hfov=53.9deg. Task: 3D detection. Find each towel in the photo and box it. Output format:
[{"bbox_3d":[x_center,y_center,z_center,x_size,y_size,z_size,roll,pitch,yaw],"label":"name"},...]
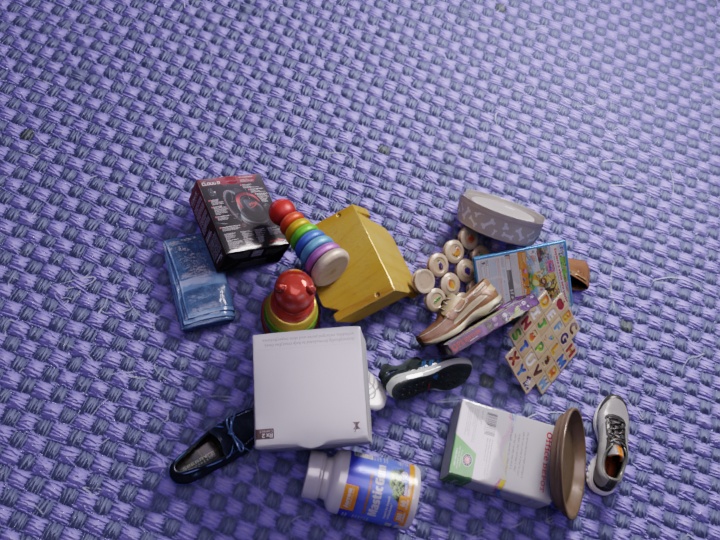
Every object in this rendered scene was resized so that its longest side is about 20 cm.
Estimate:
[{"bbox_3d":[-0.323,0.019,1.415,0.111,0.049,0.201,-13,67,-16],"label":"towel"}]

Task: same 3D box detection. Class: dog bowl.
[{"bbox_3d":[0.297,-0.112,1.515,0.199,0.200,0.059,17,108,-6],"label":"dog bowl"}]

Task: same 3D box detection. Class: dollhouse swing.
[{"bbox_3d":[0.000,0.000,1.443,0.181,0.176,0.201,-28,70,3],"label":"dollhouse swing"}]

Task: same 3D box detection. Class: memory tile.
[{"bbox_3d":[0.204,0.015,1.478,0.200,0.017,0.154,-41,108,-23],"label":"memory tile"}]

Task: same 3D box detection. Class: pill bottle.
[{"bbox_3d":[-0.001,0.382,1.257,0.198,0.112,0.113,13,63,-3],"label":"pill bottle"}]

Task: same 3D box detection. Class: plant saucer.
[{"bbox_3d":[0.383,0.354,1.308,0.029,0.200,0.201,-2,59,28],"label":"plant saucer"}]

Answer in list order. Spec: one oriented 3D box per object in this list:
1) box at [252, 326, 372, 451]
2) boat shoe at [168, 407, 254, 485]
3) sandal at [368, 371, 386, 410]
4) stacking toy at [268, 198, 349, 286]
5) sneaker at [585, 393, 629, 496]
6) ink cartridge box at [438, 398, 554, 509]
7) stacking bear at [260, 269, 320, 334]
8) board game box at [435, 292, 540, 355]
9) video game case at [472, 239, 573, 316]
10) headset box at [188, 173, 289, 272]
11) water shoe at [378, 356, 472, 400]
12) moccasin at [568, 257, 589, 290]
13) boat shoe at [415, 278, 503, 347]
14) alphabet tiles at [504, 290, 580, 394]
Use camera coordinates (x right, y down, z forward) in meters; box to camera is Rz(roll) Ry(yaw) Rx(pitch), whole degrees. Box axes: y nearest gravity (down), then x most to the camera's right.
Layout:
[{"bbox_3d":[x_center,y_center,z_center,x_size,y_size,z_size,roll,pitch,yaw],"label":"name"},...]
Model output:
[{"bbox_3d":[-0.084,0.215,1.263,0.197,0.131,0.202,-4,74,2],"label":"box"},{"bbox_3d":[-0.248,0.317,1.272,0.200,0.069,0.084,-39,76,-26],"label":"boat shoe"},{"bbox_3d":[-0.042,0.215,1.370,0.201,0.050,0.083,25,47,9],"label":"sandal"},{"bbox_3d":[-0.112,-0.064,1.357,0.085,0.086,0.200,-33,62,-22],"label":"stacking toy"},{"bbox_3d":[0.495,0.335,1.380,0.073,0.079,0.201,17,62,1],"label":"sneaker"},{"bbox_3d":[0.263,0.346,1.332,0.198,0.088,0.146,16,64,0],"label":"ink cartridge box"},{"bbox_3d":[-0.129,0.066,1.339,0.120,0.200,0.115,8,63,-5],"label":"stacking bear"},{"bbox_3d":[0.249,0.107,1.403,0.199,0.120,0.032,-30,83,-8],"label":"board game box"},{"bbox_3d":[0.340,0.024,1.479,0.198,0.018,0.144,-11,102,-4],"label":"video game case"},{"bbox_3d":[-0.252,-0.109,1.452,0.148,0.075,0.201,-12,66,-35],"label":"headset box"},{"bbox_3d":[0.129,0.193,1.390,0.199,0.072,0.079,-6,34,-30],"label":"water shoe"},{"bbox_3d":[0.399,0.006,1.530,0.200,0.074,0.078,13,54,-14],"label":"moccasin"},{"bbox_3d":[0.191,0.083,1.424,0.199,0.076,0.074,-29,89,-18],"label":"boat shoe"},{"bbox_3d":[0.372,0.146,1.436,0.200,0.006,0.167,-43,114,-24],"label":"alphabet tiles"}]
